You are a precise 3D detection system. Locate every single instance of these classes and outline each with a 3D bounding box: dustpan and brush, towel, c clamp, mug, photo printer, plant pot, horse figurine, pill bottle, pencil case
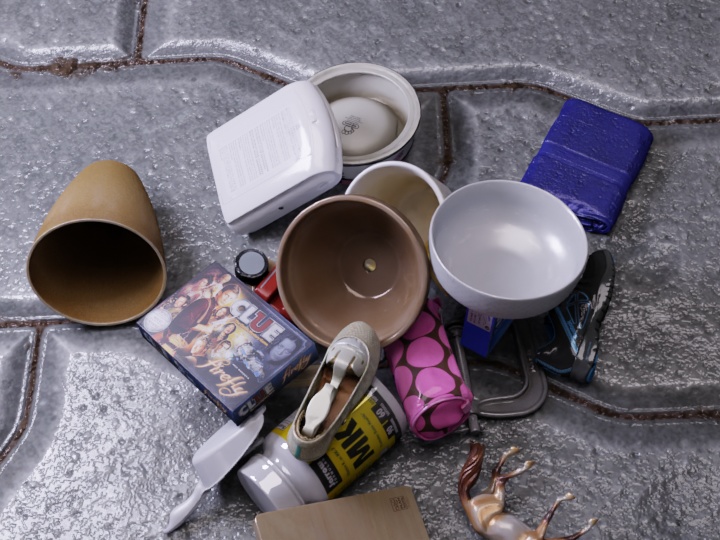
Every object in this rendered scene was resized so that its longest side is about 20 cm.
[{"bbox_3d":[-0.181,0.246,1.596,0.200,0.140,0.057,-39,96,-3],"label":"dustpan and brush"},{"bbox_3d":[0.327,-0.150,1.857,0.147,0.050,0.200,24,60,12],"label":"towel"},{"bbox_3d":[0.159,0.127,1.686,0.170,0.027,0.201,-3,54,2],"label":"c clamp"},{"bbox_3d":[0.069,-0.053,1.747,0.149,0.153,0.188,-7,91,19],"label":"mug"},{"bbox_3d":[-0.117,-0.165,1.823,0.199,0.069,0.167,-28,63,25],"label":"photo printer"},{"bbox_3d":[-0.358,-0.060,1.783,0.185,0.187,0.201,-6,42,1],"label":"plant pot"},{"bbox_3d":[0.187,0.298,1.545,0.200,0.050,0.133,41,85,19],"label":"horse figurine"},{"bbox_3d":[-0.048,0.220,1.587,0.200,0.115,0.114,-40,61,-21],"label":"pill bottle"},{"bbox_3d":[0.000,0.000,1.643,0.200,0.093,0.202,2,98,18],"label":"plant pot"},{"bbox_3d":[0.084,0.119,1.644,0.093,0.091,0.201,-16,47,-2],"label":"pencil case"}]

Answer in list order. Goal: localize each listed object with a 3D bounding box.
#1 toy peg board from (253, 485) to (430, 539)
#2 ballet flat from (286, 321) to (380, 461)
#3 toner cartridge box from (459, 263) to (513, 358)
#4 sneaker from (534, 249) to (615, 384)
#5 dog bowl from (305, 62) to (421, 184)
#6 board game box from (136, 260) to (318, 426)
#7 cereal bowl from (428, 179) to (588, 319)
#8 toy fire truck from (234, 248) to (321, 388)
[{"bbox_3d":[-0.012,0.378,1.502,0.198,0.098,0.201,-7,55,-20],"label":"toy peg board"},{"bbox_3d":[-0.027,0.138,1.533,0.067,0.062,0.201,21,62,9],"label":"ballet flat"},{"bbox_3d":[0.204,0.015,1.703,0.043,0.095,0.200,29,54,17],"label":"toner cartridge box"},{"bbox_3d":[0.288,0.050,1.701,0.081,0.073,0.201,13,57,12],"label":"sneaker"},{"bbox_3d":[-0.008,-0.213,1.909,0.199,0.074,0.201,-2,56,3],"label":"dog bowl"},{"bbox_3d":[-0.168,0.087,1.602,0.135,0.035,0.200,-39,55,-20],"label":"board game box"},{"bbox_3d":[0.180,-0.016,1.610,0.199,0.084,0.201,4,51,-4],"label":"cereal bowl"},{"bbox_3d":[-0.118,0.086,1.693,0.200,0.129,0.176,34,63,12],"label":"toy fire truck"}]
